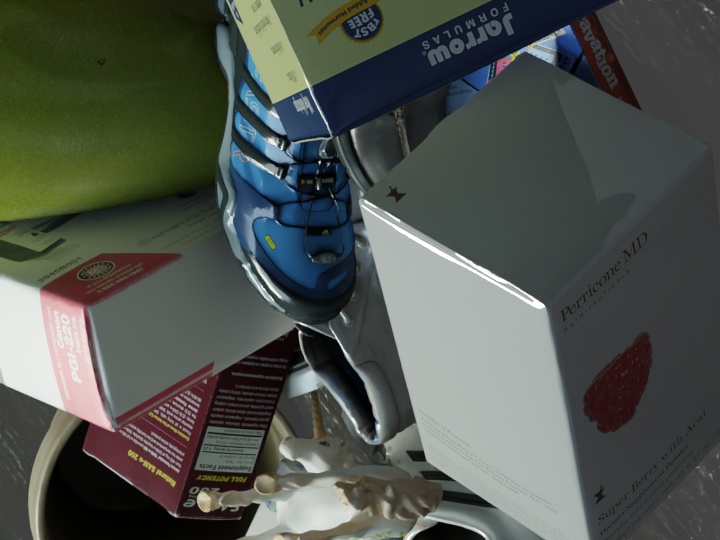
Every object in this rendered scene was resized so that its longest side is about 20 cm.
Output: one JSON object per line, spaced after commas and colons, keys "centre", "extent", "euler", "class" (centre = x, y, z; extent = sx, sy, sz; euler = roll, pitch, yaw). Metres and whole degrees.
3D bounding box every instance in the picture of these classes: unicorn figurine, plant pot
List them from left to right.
{"centre": [-0.152, -0.112, 1.293], "extent": [0.187, 0.198, 0.189], "euler": [-176, 90, -85], "class": "plant pot"}
{"centre": [-0.153, 0.148, 1.646], "extent": [0.201, 0.199, 0.173], "euler": [65, 169, -18], "class": "plant pot"}
{"centre": [-0.025, 0.132, 1.325], "extent": [0.199, 0.137, 0.074], "euler": [15, 109, 51], "class": "unicorn figurine"}

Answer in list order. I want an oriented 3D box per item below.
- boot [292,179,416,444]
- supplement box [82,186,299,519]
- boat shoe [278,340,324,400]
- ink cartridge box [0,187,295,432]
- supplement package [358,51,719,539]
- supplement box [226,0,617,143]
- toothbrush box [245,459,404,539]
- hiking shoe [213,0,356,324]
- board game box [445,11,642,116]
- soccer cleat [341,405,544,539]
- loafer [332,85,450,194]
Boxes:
{"centre": [0.000, 0.000, 1.286], "extent": [0.073, 0.095, 0.201], "euler": [1, 121, 59], "class": "boot"}
{"centre": [-0.097, 0.043, 1.419], "extent": [0.109, 0.061, 0.201], "euler": [28, 104, 44], "class": "supplement box"}
{"centre": [-0.068, 0.038, 1.475], "extent": [0.199, 0.071, 0.064], "euler": [6, 123, 56], "class": "boat shoe"}
{"centre": [-0.159, 0.005, 1.331], "extent": [0.199, 0.145, 0.085], "euler": [15, 125, 45], "class": "ink cartridge box"}
{"centre": [0.096, 0.021, 1.087], "extent": [0.119, 0.121, 0.201], "euler": [31, 152, 35], "class": "supplement package"}
{"centre": [-0.005, -0.172, 0.963], "extent": [0.200, 0.134, 0.201], "euler": [-157, 41, -83], "class": "supplement box"}
{"centre": [0.009, 0.231, 1.411], "extent": [0.200, 0.086, 0.146], "euler": [35, 108, 37], "class": "toothbrush box"}
{"centre": [-0.036, -0.071, 1.210], "extent": [0.087, 0.074, 0.202], "euler": [-14, 86, 65], "class": "hiking shoe"}
{"centre": [0.067, -0.093, 1.152], "extent": [0.200, 0.019, 0.103], "euler": [-4, 118, 61], "class": "board game box"}
{"centre": [0.044, 0.134, 1.376], "extent": [0.200, 0.085, 0.069], "euler": [34, 147, 38], "class": "soccer cleat"}
{"centre": [0.020, -0.099, 1.130], "extent": [0.072, 0.073, 0.201], "euler": [-7, 133, 25], "class": "loafer"}
